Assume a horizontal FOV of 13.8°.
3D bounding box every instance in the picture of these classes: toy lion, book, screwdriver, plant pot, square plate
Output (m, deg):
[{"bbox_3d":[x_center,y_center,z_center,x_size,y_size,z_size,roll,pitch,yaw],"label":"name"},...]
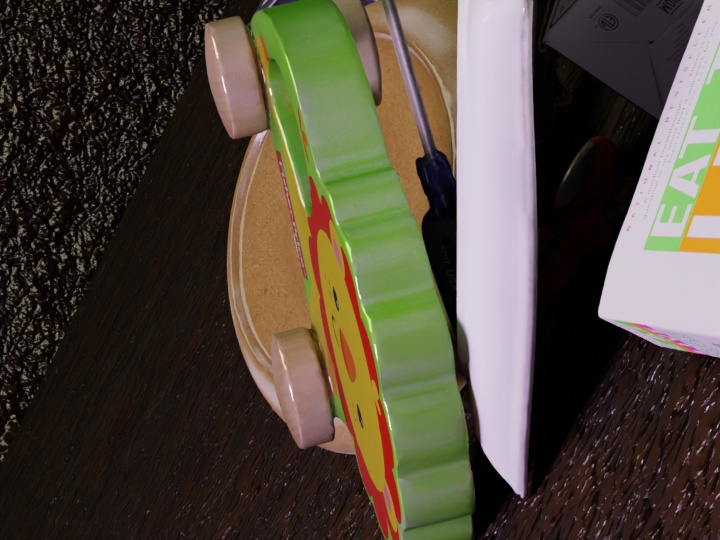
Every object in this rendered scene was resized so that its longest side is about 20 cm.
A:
[{"bbox_3d":[0.000,0.000,1.093,0.192,0.068,0.201,-147,45,-81],"label":"toy lion"},{"bbox_3d":[0.131,-0.037,0.834,0.134,0.048,0.200,-66,11,-4],"label":"book"},{"bbox_3d":[0.021,-0.059,1.140,0.028,0.201,0.029,-28,20,-26],"label":"screwdriver"},{"bbox_3d":[-0.001,-0.023,1.261,0.200,0.027,0.201,-19,65,49],"label":"plant pot"},{"bbox_3d":[0.049,-0.058,1.045,0.198,0.028,0.201,-86,-4,-55],"label":"square plate"}]

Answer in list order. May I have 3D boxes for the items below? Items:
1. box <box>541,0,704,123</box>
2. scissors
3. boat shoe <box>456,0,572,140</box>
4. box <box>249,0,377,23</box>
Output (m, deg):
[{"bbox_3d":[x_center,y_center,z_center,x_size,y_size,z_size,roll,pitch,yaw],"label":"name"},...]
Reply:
[{"bbox_3d":[0.138,-0.159,1.064,0.117,0.060,0.200,-46,17,42],"label":"box"},{"bbox_3d":[0.093,-0.019,1.088,0.073,0.014,0.200,-60,10,-5],"label":"scissors"},{"bbox_3d":[0.053,-0.079,1.294,0.072,0.072,0.201,27,100,54],"label":"boat shoe"},{"bbox_3d":[0.062,-0.198,1.447,0.201,0.123,0.198,-63,10,-23],"label":"box"}]
